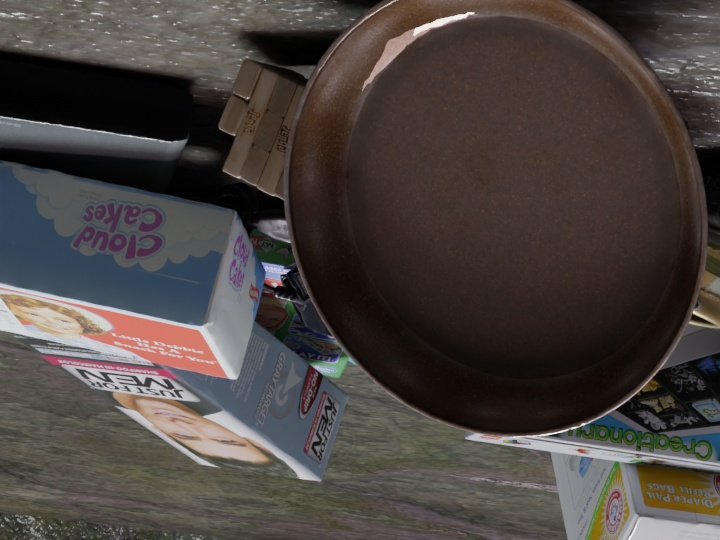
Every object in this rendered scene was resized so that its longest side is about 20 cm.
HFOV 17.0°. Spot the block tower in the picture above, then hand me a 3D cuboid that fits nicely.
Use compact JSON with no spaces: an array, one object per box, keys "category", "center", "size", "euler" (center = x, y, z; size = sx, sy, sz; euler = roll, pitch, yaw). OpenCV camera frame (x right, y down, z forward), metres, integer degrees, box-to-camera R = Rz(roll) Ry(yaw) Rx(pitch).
[{"category":"block tower","center":[0.030,-0.033,1.116],"size":[0.199,0.054,0.058],"euler":[27,-171,21]}]

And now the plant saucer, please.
[{"category":"plant saucer","center":[0.060,-0.029,1.044],"size":[0.199,0.202,0.032],"euler":[-1,-165,28]}]

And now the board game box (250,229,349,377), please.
[{"category":"board game box","center":[-0.094,0.009,1.458],"size":[0.198,0.029,0.135],"euler":[10,153,-8]}]

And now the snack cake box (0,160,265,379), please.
[{"category":"snack cake box","center":[-0.159,-0.005,1.281],"size":[0.198,0.068,0.115],"euler":[12,164,9]}]

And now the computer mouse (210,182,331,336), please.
[{"category":"computer mouse","center":[0.000,0.000,1.347],"size":[0.199,0.046,0.141],"euler":[19,157,2]}]

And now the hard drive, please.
[{"category":"hard drive","center":[-0.168,-0.068,1.288],"size":[0.138,0.033,0.200],"euler":[8,167,-8]}]

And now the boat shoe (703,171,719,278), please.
[{"category":"boat shoe","center":[0.213,-0.024,1.225],"size":[0.072,0.066,0.201],"euler":[29,177,-29]}]

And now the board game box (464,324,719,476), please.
[{"category":"board game box","center":[0.165,0.050,1.446],"size":[0.198,0.127,0.035],"euler":[9,167,-14]}]

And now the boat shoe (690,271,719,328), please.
[{"category":"boat shoe","center":[0.110,-0.002,1.347],"size":[0.198,0.077,0.072],"euler":[5,170,11]}]

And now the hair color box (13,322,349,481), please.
[{"category":"hair color box","center":[-0.102,0.058,1.433],"size":[0.098,0.061,0.200],"euler":[5,158,35]}]

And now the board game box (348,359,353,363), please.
[{"category":"board game box","center":[0.040,0.029,1.595],"size":[0.150,0.047,0.200],"euler":[1,166,23]}]

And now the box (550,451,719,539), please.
[{"category":"box","center":[0.192,0.121,1.535],"size":[0.112,0.201,0.102],"euler":[9,131,-14]}]
